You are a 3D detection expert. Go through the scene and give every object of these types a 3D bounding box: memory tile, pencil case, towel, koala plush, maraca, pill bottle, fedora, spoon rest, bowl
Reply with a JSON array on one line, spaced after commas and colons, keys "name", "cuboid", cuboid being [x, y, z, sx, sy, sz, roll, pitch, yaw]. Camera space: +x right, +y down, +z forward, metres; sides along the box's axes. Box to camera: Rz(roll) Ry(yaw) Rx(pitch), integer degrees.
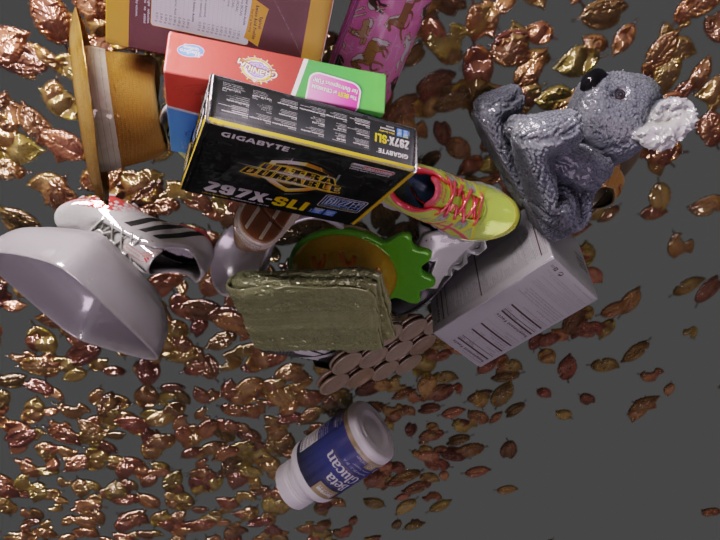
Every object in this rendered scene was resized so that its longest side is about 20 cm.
[{"name": "memory tile", "cuboid": [0.036, 0.120, 0.939, 0.197, 0.017, 0.155, -8, 141, -37]}, {"name": "pencil case", "cuboid": [0.013, -0.249, 0.681, 0.082, 0.087, 0.202, 32, 120, 7]}, {"name": "towel", "cuboid": [-0.057, 0.050, 0.788, 0.195, 0.037, 0.150, -3, 139, 8]}, {"name": "koala plush", "cuboid": [0.265, -0.156, 0.735, 0.198, 0.178, 0.185, -32, 119, 2]}, {"name": "maraca", "cuboid": [0.000, 0.000, 0.834, 0.195, 0.108, 0.139, -2, 133, 14]}, {"name": "pill bottle", "cuboid": [-0.048, 0.320, 1.070, 0.199, 0.112, 0.111, -39, 123, 19]}, {"name": "fedora", "cuboid": [-0.240, -0.163, 0.638, 0.080, 0.202, 0.204, -7, 129, -18]}, {"name": "spoon rest", "cuboid": [-0.118, -0.037, 0.800, 0.197, 0.101, 0.060, -27, 151, 19]}, {"name": "bowl", "cuboid": [-0.340, 0.018, 0.780, 0.196, 0.076, 0.201, 6, 145, 32]}]

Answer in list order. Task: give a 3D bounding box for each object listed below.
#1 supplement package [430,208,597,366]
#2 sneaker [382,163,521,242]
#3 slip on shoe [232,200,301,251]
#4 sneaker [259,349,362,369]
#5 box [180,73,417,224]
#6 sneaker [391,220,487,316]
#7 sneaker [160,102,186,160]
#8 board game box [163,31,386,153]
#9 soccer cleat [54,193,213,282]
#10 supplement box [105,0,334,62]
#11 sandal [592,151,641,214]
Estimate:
[{"name": "supplement package", "cuboid": [0.202, 0.023, 0.874, 0.109, 0.115, 0.199, 34, 126, -29]}, {"name": "sneaker", "cuboid": [0.104, -0.084, 0.775, 0.195, 0.090, 0.080, 14, 92, 0]}, {"name": "slip on shoe", "cuboid": [-0.080, -0.100, 0.734, 0.075, 0.202, 0.060, 36, 154, -10]}, {"name": "sneaker", "cuboid": [-0.057, 0.115, 0.946, 0.195, 0.067, 0.092, -6, 125, -7]}, {"name": "box", "cuboid": [-0.066, -0.107, 0.617, 0.196, 0.051, 0.159, 10, 164, -22]}, {"name": "sneaker", "cuboid": [0.094, -0.025, 0.872, 0.088, 0.074, 0.200, 38, 109, -17]}, {"name": "sneaker", "cuboid": [-0.148, -0.124, 0.749, 0.197, 0.077, 0.076, 26, 117, -28]}, {"name": "board game box", "cuboid": [-0.088, -0.153, 0.623, 0.195, 0.041, 0.153, 7, 163, -12]}, {"name": "soccer cleat", "cuboid": [-0.280, -0.037, 0.786, 0.196, 0.086, 0.069, 17, 123, -20]}, {"name": "supplement box", "cuboid": [-0.119, -0.309, 0.582, 0.195, 0.134, 0.200, 7, 125, -14]}, {"name": "sandal", "cuboid": [0.313, -0.110, 0.846, 0.079, 0.055, 0.202, 18, 122, -20]}]
